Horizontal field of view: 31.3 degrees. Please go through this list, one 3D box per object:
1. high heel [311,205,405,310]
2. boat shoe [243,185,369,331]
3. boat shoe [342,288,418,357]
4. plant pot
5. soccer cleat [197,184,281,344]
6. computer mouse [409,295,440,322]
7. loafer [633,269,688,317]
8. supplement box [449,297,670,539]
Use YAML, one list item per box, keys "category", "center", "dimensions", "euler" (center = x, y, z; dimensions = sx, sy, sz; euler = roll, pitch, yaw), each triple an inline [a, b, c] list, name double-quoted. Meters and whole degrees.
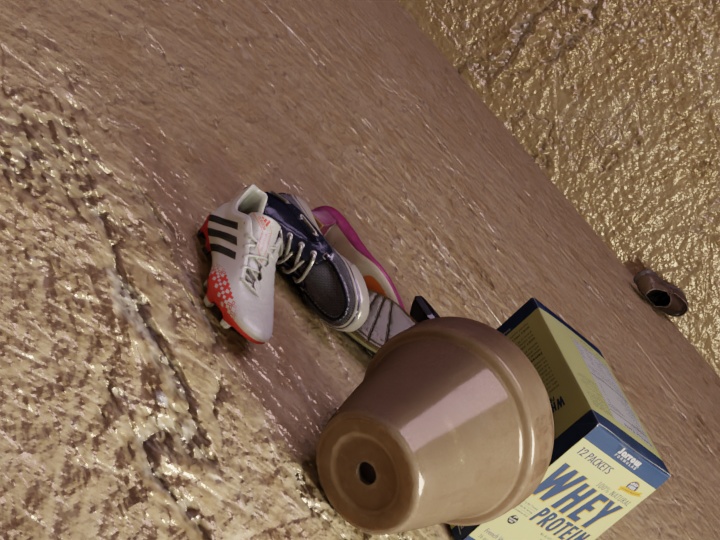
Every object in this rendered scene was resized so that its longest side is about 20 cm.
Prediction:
- category: "high heel"
  center: [0.000, 0.000, 1.558]
  dimensions: [0.200, 0.068, 0.096]
  euler: [43, 18, 19]
- category: "boat shoe"
  center: [-0.072, -0.013, 1.413]
  dimensions: [0.092, 0.075, 0.201]
  euler: [13, 31, -48]
- category: "boat shoe"
  center: [0.043, 0.088, 1.467]
  dimensions: [0.199, 0.066, 0.072]
  euler: [27, 53, -5]
- category: "plant pot"
  center: [0.054, 0.159, 1.178]
  dimensions: [0.201, 0.200, 0.174]
  euler: [51, 35, 13]
- category: "soccer cleat"
  center: [-0.111, -0.009, 1.267]
  dimensions: [0.068, 0.085, 0.201]
  euler: [36, 21, -33]
- category: "computer mouse"
  center: [0.121, 0.124, 1.613]
  dimensions: [0.200, 0.046, 0.141]
  euler: [46, 9, -48]
- category: "loafer"
  center: [0.751, 0.072, 3.204]
  dimensions: [0.199, 0.073, 0.072]
  euler: [29, 35, -34]
- category: "supplement box"
  center: [0.184, 0.183, 1.369]
  dimensions: [0.134, 0.200, 0.201]
  euler: [34, 21, -34]
